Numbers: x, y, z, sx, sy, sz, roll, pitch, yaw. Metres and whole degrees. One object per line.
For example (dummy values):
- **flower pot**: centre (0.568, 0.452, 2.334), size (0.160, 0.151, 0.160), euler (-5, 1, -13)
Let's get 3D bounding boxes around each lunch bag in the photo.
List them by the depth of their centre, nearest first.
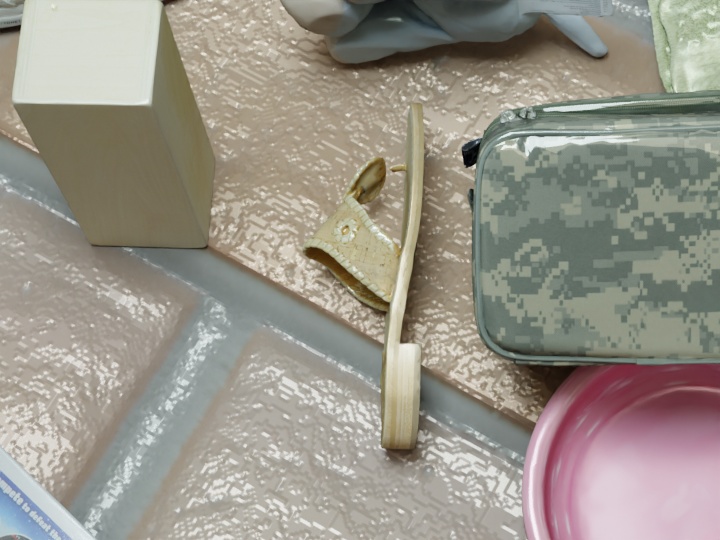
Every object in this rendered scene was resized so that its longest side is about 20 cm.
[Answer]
- **lunch bag**: centre (0.155, -0.029, 1.006), size (0.200, 0.168, 0.140), euler (-2, 100, 7)

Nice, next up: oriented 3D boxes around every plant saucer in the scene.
- **plant saucer**: centre (0.190, 0.131, 1.005), size (0.200, 0.051, 0.201), euler (-1, 68, 3)

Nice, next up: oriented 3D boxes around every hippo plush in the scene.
- **hippo plush**: centre (0.049, -0.226, 1.086), size (0.200, 0.159, 0.161), euler (-3, 76, 4)

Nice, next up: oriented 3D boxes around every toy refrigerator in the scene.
- **toy refrigerator**: centre (-0.135, -0.082, 1.028), size (0.076, 0.200, 0.070), euler (1, 69, 5)

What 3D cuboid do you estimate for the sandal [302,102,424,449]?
- **sandal**: centre (0.000, -0.002, 1.054), size (0.069, 0.078, 0.212), euler (2, 74, -2)

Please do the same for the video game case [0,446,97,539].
- **video game case**: centre (-0.247, 0.185, 0.970), size (0.143, 0.018, 0.200), euler (40, 77, 17)

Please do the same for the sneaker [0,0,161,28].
- **sneaker**: centre (-0.174, -0.211, 1.135), size (0.200, 0.100, 0.075), euler (-17, 67, -4)

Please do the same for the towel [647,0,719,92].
- **towel**: centre (0.284, -0.134, 1.108), size (0.200, 0.036, 0.149), euler (-11, 70, 0)
